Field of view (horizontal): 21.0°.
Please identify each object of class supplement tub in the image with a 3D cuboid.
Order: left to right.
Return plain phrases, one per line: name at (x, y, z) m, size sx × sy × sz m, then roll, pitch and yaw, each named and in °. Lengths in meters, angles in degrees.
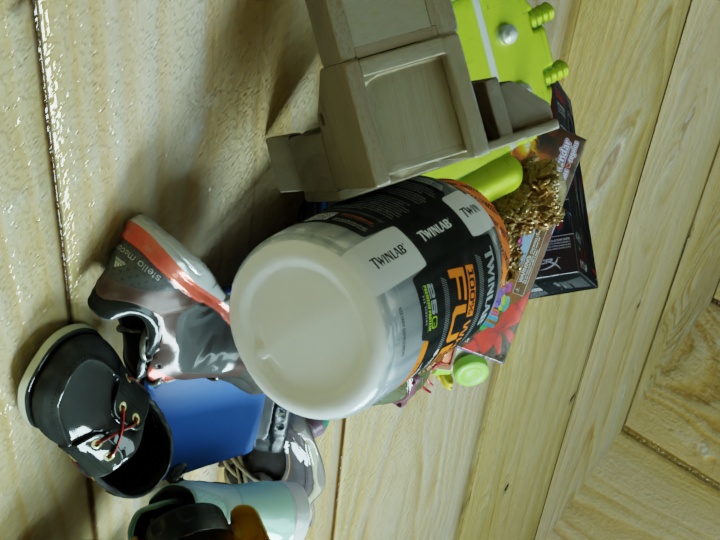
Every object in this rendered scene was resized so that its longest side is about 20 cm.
supplement tub at (0.013, 0.010, 1.266) m, size 0.200 × 0.122 × 0.123 m, roll -31°, pitch 148°, yaw -55°

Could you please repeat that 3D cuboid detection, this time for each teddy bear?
teddy bear at (0.081, -0.016, 1.500) m, size 0.200 × 0.067 × 0.145 m, roll -44°, pitch -160°, yaw 8°

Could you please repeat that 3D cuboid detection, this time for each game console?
game console at (-0.097, 0.043, 1.445) m, size 0.201 × 0.117 × 0.172 m, roll 105°, pitch -8°, yaw -45°

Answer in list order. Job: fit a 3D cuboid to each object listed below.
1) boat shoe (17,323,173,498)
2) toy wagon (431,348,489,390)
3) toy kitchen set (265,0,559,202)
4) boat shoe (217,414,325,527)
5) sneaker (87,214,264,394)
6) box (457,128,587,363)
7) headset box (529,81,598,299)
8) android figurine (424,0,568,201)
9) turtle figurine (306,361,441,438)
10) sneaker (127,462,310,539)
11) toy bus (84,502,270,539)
boat shoe at (-0.166, 0.092, 1.253) m, size 0.074 × 0.063 × 0.202 m, roll -53°, pitch 161°, yaw -14°
toy wagon at (0.084, 0.031, 1.771) m, size 0.156 × 0.039 × 0.201 m, roll -105°, pitch -158°, yaw -44°
toy kitchen set at (0.028, -0.155, 1.265) m, size 0.162 × 0.182 × 0.200 m, roll -18°, pitch -173°, yaw -19°
boat shoe at (-0.076, 0.171, 1.611) m, size 0.073 × 0.075 × 0.201 m, roll -19°, pitch 148°, yaw -16°
sneaker at (-0.119, 0.040, 1.261) m, size 0.082 × 0.077 × 0.200 m, roll -49°, pitch 143°, yaw -8°
box at (0.090, -0.039, 1.606) m, size 0.202 × 0.136 × 0.039 m, roll -70°, pitch -159°, yaw 1°
headset box at (0.155, -0.083, 1.728) m, size 0.149 × 0.074 × 0.202 m, roll 27°, pitch 55°, yaw -75°
android figurine at (0.071, -0.136, 1.427) m, size 0.199 × 0.041 × 0.184 m, roll -25°, pitch 110°, yaw -29°
turtle figurine at (0.012, 0.074, 1.695) m, size 0.200 × 0.100 × 0.151 m, roll -37°, pitch 153°, yaw -41°
sneaker at (-0.141, 0.196, 1.475) m, size 0.117 × 0.074 × 0.200 m, roll 9°, pitch 154°, yaw -36°
toy bus at (-0.143, 0.270, 1.377) m, size 0.198 × 0.137 × 0.192 m, roll -19°, pitch 155°, yaw -7°
